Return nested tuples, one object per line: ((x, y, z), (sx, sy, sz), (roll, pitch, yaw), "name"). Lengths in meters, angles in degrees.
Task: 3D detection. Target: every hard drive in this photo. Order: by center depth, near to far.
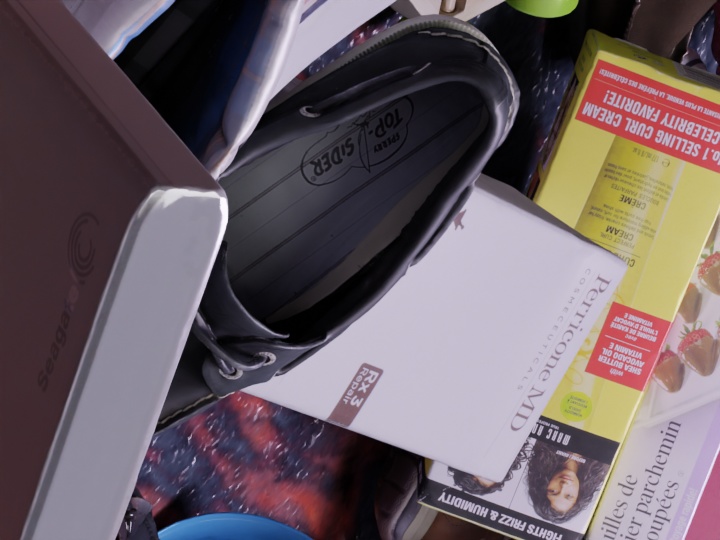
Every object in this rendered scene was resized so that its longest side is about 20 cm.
((-0.103, -0.012, 0.705), (0.026, 0.200, 0.132), (4, 119, -34), "hard drive")

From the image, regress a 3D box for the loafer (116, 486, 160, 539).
((-0.113, 0.095, 0.968), (0.072, 0.063, 0.200), (-58, 156, -1), "loafer")

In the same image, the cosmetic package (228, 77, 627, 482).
((0.000, 0.000, 1.006), (0.200, 0.074, 0.102), (22, 100, -49), "cosmetic package")

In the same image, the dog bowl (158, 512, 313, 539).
((-0.079, 0.187, 1.094), (0.200, 0.111, 0.050), (-48, 168, -22), "dog bowl")

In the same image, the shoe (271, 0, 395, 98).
((-0.062, -0.087, 0.855), (0.200, 0.072, 0.091), (-39, 117, 10), "shoe")

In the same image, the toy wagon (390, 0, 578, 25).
((0.073, -0.163, 1.044), (0.200, 0.039, 0.156), (-33, 146, -45), "toy wagon")

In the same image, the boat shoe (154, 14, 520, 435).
((-0.032, -0.003, 0.875), (0.199, 0.075, 0.066), (-33, -164, -1), "boat shoe")

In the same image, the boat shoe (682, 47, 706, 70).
((0.120, 0.002, 1.268), (0.202, 0.086, 0.075), (-62, 156, 10), "boat shoe")

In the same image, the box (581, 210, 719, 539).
((0.133, 0.052, 1.164), (0.041, 0.039, 0.201), (-72, -178, -84), "box")

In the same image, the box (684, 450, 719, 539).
((0.137, 0.125, 1.257), (0.200, 0.109, 0.128), (-50, -177, 8), "box")

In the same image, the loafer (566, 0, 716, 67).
((0.144, -0.151, 1.150), (0.073, 0.071, 0.201), (-22, 138, -52), "loafer")

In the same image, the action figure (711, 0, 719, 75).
((0.203, -0.118, 1.293), (0.200, 0.134, 0.149), (-47, -179, -32), "action figure")

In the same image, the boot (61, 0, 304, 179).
((-0.091, -0.031, 0.779), (0.073, 0.096, 0.200), (29, 106, -27), "boot")

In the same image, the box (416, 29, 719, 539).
((0.090, 0.010, 1.143), (0.050, 0.075, 0.201), (-86, -163, -76), "box")

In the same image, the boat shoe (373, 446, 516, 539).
((0.079, 0.044, 1.228), (0.200, 0.072, 0.076), (-59, -169, 21), "boat shoe")
